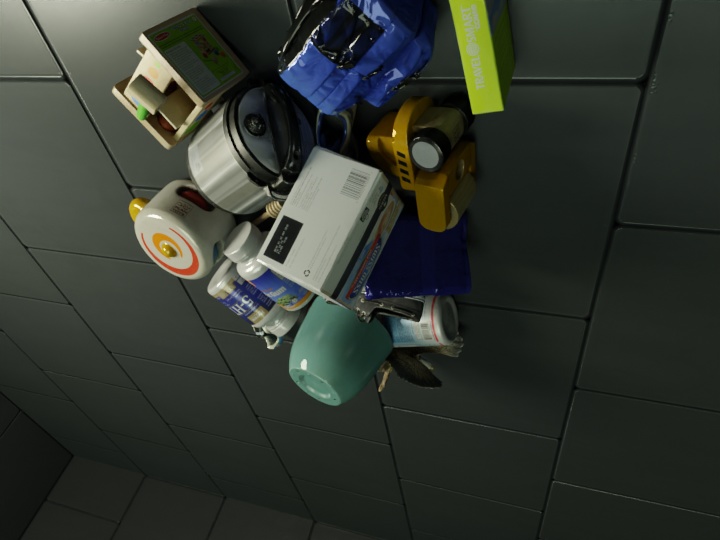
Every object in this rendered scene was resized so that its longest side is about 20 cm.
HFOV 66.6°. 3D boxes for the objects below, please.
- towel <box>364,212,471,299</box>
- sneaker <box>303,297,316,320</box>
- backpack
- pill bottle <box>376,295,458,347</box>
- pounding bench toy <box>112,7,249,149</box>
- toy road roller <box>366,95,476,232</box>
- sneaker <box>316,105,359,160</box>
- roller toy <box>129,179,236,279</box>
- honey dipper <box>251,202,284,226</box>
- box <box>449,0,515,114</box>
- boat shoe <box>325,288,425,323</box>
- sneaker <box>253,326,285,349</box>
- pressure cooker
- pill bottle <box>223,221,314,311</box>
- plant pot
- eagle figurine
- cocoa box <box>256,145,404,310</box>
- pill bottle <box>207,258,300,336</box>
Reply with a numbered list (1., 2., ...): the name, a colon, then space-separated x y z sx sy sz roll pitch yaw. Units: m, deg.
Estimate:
1. towel: 0.096 -0.027 0.964 0.197 0.150 0.049 -3 179 -15
2. sneaker: -0.042 0.093 1.265 0.115 0.079 0.199 27 153 -20
3. backpack: -0.009 -0.301 0.725 0.167 0.164 0.199 38 137 -24
4. pill bottle: 0.101 0.108 1.174 0.198 0.110 0.109 -6 133 30
5. pounding bench toy: -0.303 -0.273 0.845 0.124 0.201 0.155 47 135 -15
6. toy road roller: 0.096 -0.173 0.860 0.144 0.123 0.202 16 142 30
7. sneaker: -0.047 -0.210 0.901 0.074 0.089 0.201 10 141 10
8. roller toy: -0.364 -0.082 1.137 0.180 0.140 0.201 -5 129 33
9. honey dipper: -0.207 -0.106 1.137 0.038 0.038 0.199 40 141 -21
10. box: 0.149 -0.313 0.669 0.047 0.123 0.201 0 136 26
11. boat shoe: 0.023 0.068 1.035 0.197 0.067 0.070 5 160 4
12. sneaker: -0.250 0.119 1.376 0.071 0.073 0.201 -5 132 31
13. pressure cooker: -0.168 -0.198 0.897 0.199 0.180 0.176 -23 119 43
14. pill bottle: -0.187 -0.010 1.149 0.111 0.113 0.200 -16 137 37
15. plant pot: -0.054 0.179 1.141 0.198 0.162 0.202 24 148 16
16. eagle figurine: 0.120 0.190 1.237 0.149 0.154 0.199 -3 169 -27
17. cocoa box: -0.042 -0.063 0.862 0.132 0.202 0.131 24 174 26
18. pill bottle: -0.239 0.060 1.267 0.200 0.121 0.119 40 137 -21
